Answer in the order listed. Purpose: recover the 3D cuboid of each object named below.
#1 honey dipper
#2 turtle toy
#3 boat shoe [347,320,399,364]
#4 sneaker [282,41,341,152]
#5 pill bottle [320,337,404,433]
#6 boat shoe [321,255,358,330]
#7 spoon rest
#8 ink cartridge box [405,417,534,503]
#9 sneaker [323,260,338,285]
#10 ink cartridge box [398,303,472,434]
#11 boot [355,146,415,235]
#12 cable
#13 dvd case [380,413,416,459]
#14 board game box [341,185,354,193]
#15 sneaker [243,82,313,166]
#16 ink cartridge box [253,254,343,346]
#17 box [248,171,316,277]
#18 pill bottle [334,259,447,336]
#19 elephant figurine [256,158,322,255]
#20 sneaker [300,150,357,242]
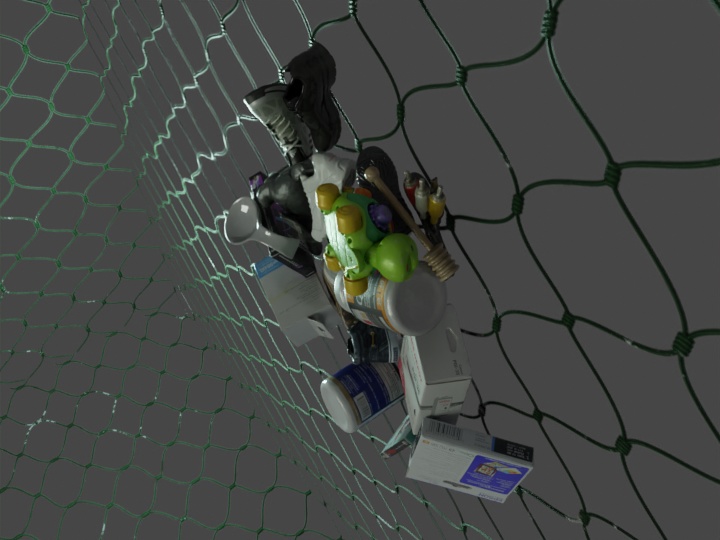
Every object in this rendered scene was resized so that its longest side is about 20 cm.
[{"bbox_3d":[0.074,-0.074,1.051,0.201,0.038,0.038,53,158,-4],"label":"honey dipper"},{"bbox_3d":[0.010,-0.045,1.043,0.200,0.100,0.148,49,152,49],"label":"turtle toy"},{"bbox_3d":[0.012,0.110,1.373,0.201,0.089,0.072,-111,19,-61],"label":"boat shoe"},{"bbox_3d":[-0.088,-0.283,1.200,0.076,0.090,0.202,40,151,37],"label":"sneaker"},{"bbox_3d":[0.029,0.222,1.401,0.116,0.198,0.117,46,153,32],"label":"pill bottle"},{"bbox_3d":[-0.027,0.057,1.511,0.203,0.075,0.072,69,164,0],"label":"boat shoe"},{"bbox_3d":[-0.205,-0.083,1.394,0.198,0.101,0.060,27,-175,38],"label":"spoon rest"},{"bbox_3d":[0.187,0.341,1.255,0.195,0.044,0.201,14,144,3],"label":"ink cartridge box"},{"bbox_3d":[0.000,0.000,1.388,0.199,0.075,0.093,32,138,38],"label":"sneaker"},{"bbox_3d":[0.124,0.173,1.223,0.201,0.081,0.148,93,168,-54],"label":"ink cartridge box"},{"bbox_3d":[0.030,-0.097,1.213,0.200,0.065,0.167,104,147,-74],"label":"boot"},{"bbox_3d":[0.100,-0.069,1.089,0.097,0.050,0.202,34,145,39],"label":"cable"},{"bbox_3d":[0.107,0.296,1.395,0.022,0.146,0.200,37,156,6],"label":"dvd case"},{"bbox_3d":[-0.019,-0.078,1.229,0.200,0.029,0.097,52,-139,-81],"label":"board game box"},{"bbox_3d":[-0.127,-0.250,1.238,0.117,0.075,0.200,70,-163,7],"label":"sneaker"},{"bbox_3d":[-0.131,0.062,1.574,0.202,0.124,0.129,64,-178,26],"label":"ink cartridge box"},{"bbox_3d":[-0.162,-0.096,1.495,0.143,0.036,0.203,33,-145,-59],"label":"box"},{"bbox_3d":[0.042,0.035,1.147,0.199,0.115,0.118,9,125,60],"label":"pill bottle"},{"bbox_3d":[-0.100,-0.115,1.412,0.202,0.140,0.156,58,-159,-15],"label":"elephant figurine"},{"bbox_3d":[-0.068,-0.141,1.300,0.099,0.078,0.202,32,135,12],"label":"sneaker"}]
